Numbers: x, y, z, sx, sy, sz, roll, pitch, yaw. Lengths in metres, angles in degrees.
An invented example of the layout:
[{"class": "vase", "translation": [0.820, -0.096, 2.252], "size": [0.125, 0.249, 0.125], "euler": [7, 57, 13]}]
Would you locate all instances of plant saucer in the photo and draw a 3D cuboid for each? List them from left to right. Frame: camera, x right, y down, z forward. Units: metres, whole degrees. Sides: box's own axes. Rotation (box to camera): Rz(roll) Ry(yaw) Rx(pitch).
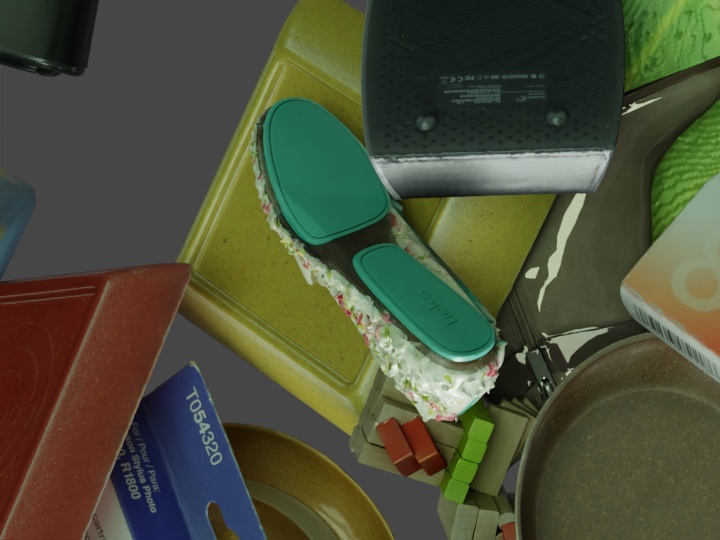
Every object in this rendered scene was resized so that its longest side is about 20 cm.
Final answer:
[{"class": "plant saucer", "translation": [-0.188, 0.083, 1.548], "size": [0.199, 0.037, 0.201], "euler": [-6, 58, 55]}, {"class": "plant saucer", "translation": [-0.011, -0.024, 1.547], "size": [0.200, 0.048, 0.201], "euler": [33, 105, 32]}, {"class": "plant saucer", "translation": [0.161, 0.133, 1.489], "size": [0.199, 0.037, 0.202], "euler": [6, 76, -23]}]

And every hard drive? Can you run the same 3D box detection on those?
[{"class": "hard drive", "translation": [0.068, -0.105, 1.488], "size": [0.134, 0.201, 0.043], "euler": [-2, 128, 4]}]

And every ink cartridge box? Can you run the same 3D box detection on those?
[{"class": "ink cartridge box", "translation": [-0.129, 0.179, 1.532], "size": [0.200, 0.043, 0.197], "euler": [-38, 65, 35]}, {"class": "ink cartridge box", "translation": [0.253, -0.014, 1.452], "size": [0.162, 0.050, 0.200], "euler": [37, 83, 27]}]

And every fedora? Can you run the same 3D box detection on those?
[{"class": "fedora", "translation": [-0.075, 0.180, 1.582], "size": [0.199, 0.082, 0.202], "euler": [0, 89, 17]}]

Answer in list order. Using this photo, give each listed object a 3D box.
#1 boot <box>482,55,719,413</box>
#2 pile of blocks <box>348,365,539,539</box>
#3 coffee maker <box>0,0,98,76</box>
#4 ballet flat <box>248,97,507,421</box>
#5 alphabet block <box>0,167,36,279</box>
[{"class": "boot", "translation": [0.128, -0.009, 1.532], "size": [0.199, 0.070, 0.147], "euler": [-24, 86, 20]}, {"class": "pile of blocks", "translation": [0.080, 0.121, 1.501], "size": [0.082, 0.062, 0.200], "euler": [-45, 108, 7]}, {"class": "coffee maker", "translation": [-0.168, -0.209, 1.587], "size": [0.191, 0.135, 0.201], "euler": [15, 95, 16]}, {"class": "ballet flat", "translation": [0.000, 0.000, 1.472], "size": [0.200, 0.075, 0.064], "euler": [55, 149, 30]}, {"class": "alphabet block", "translation": [-0.330, -0.006, 1.608], "size": [0.199, 0.195, 0.197], "euler": [29, 96, 14]}]
